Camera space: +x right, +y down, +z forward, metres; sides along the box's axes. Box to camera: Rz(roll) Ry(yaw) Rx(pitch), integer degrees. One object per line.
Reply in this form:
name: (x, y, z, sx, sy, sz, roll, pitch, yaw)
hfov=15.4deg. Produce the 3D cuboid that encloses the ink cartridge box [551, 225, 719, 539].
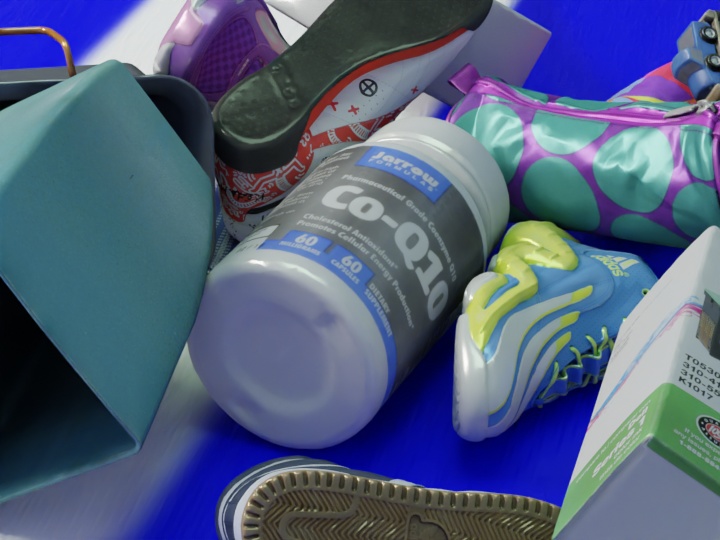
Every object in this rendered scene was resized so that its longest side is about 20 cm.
ink cartridge box: (0.186, 0.088, 1.248, 0.145, 0.084, 0.200, 34, 32, -4)

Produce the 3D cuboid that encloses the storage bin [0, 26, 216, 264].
storage bin: (-0.192, -0.069, 1.495, 0.199, 0.146, 0.134, -4, 18, -13)

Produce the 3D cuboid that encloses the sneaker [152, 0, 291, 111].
sneaker: (-0.053, -0.109, 1.589, 0.088, 0.200, 0.081, 36, 88, 24)

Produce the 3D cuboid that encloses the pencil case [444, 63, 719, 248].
pencil case: (0.141, -0.063, 1.492, 0.200, 0.093, 0.085, 8, 38, 39)

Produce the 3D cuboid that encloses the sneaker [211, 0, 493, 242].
sneaker: (-0.006, -0.094, 1.545, 0.201, 0.108, 0.067, -37, 60, -27)

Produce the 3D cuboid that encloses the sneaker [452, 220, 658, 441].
sneaker: (0.111, 0.030, 1.415, 0.105, 0.076, 0.200, 7, 30, 11)

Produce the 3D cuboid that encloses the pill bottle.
pill bottle: (0.000, 0.000, 1.430, 0.113, 0.114, 0.200, 13, 33, 21)

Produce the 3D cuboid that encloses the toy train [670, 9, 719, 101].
toy train: (0.209, -0.066, 1.533, 0.046, 0.034, 0.201, 6, 59, -18)

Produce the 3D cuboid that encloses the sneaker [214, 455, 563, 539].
sneaker: (0.027, 0.132, 1.243, 0.199, 0.070, 0.108, 16, -7, -16)

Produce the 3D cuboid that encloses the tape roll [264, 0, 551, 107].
tape roll: (0.016, -0.168, 1.664, 0.202, 0.071, 0.202, 29, 8, -4)

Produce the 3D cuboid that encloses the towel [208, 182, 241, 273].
towel: (-0.109, -0.026, 1.577, 0.199, 0.024, 0.145, 6, 29, 6)

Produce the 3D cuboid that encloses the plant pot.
plant pot: (-0.165, -0.005, 1.338, 0.141, 0.141, 0.200, -21, 26, 33)

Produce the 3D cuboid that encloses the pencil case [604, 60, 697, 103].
pencil case: (0.203, -0.093, 1.622, 0.088, 0.089, 0.200, 20, 35, 31)
